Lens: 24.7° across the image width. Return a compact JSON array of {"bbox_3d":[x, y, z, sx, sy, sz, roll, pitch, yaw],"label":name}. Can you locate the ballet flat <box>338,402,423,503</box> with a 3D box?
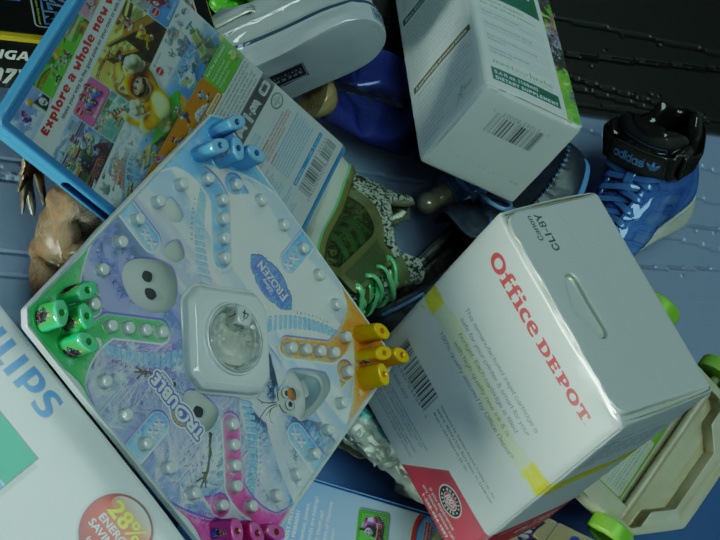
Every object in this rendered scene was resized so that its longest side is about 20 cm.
[{"bbox_3d":[0.026,0.115,1.114,0.200,0.072,0.072,37,67,-3],"label":"ballet flat"}]

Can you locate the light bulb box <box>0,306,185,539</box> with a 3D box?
[{"bbox_3d":[-0.229,0.125,0.932,0.125,0.200,0.198,-40,95,-25],"label":"light bulb box"}]

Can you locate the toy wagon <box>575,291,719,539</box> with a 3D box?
[{"bbox_3d":[0.171,0.087,1.128,0.200,0.040,0.155,44,70,-15],"label":"toy wagon"}]

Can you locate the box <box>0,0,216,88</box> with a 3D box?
[{"bbox_3d":[-0.187,-0.196,1.054,0.159,0.049,0.200,2,49,-25],"label":"box"}]

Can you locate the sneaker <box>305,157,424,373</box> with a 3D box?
[{"bbox_3d":[0.000,0.000,1.085,0.088,0.077,0.200,11,47,-4],"label":"sneaker"}]

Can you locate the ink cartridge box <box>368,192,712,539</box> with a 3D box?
[{"bbox_3d":[0.100,0.068,1.010,0.083,0.200,0.145,-15,68,-36],"label":"ink cartridge box"}]

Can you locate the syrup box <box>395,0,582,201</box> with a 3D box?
[{"bbox_3d":[0.085,-0.151,1.142,0.079,0.081,0.200,22,40,-25],"label":"syrup box"}]

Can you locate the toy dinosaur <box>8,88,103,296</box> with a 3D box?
[{"bbox_3d":[-0.184,-0.018,1.045,0.086,0.135,0.200,1,108,-51],"label":"toy dinosaur"}]

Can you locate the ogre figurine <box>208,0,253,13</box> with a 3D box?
[{"bbox_3d":[-0.074,-0.280,1.147,0.120,0.098,0.200,-17,76,-16],"label":"ogre figurine"}]

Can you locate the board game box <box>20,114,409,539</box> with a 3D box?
[{"bbox_3d":[-0.072,0.039,0.940,0.200,0.026,0.200,55,46,-19],"label":"board game box"}]

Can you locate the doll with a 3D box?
[{"bbox_3d":[0.052,-0.106,1.188,0.200,0.048,0.137,15,66,-26],"label":"doll"}]

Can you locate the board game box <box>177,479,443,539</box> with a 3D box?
[{"bbox_3d":[-0.031,0.216,1.076,0.200,0.037,0.151,21,71,-27],"label":"board game box"}]

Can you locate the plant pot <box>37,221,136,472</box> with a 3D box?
[{"bbox_3d":[-0.114,0.040,1.027,0.200,0.027,0.200,-27,129,-39],"label":"plant pot"}]

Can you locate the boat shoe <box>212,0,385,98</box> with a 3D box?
[{"bbox_3d":[-0.083,-0.145,1.114,0.200,0.074,0.065,-19,58,-4],"label":"boat shoe"}]

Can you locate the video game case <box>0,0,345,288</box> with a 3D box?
[{"bbox_3d":[-0.108,-0.079,0.976,0.200,0.018,0.143,41,60,-27],"label":"video game case"}]

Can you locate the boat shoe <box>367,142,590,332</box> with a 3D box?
[{"bbox_3d":[0.083,-0.020,1.144,0.069,0.084,0.200,44,76,-22],"label":"boat shoe"}]

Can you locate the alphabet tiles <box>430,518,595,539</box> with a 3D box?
[{"bbox_3d":[0.094,0.235,1.045,0.166,0.006,0.200,24,48,23],"label":"alphabet tiles"}]

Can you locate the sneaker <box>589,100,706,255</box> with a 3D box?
[{"bbox_3d":[0.183,-0.052,1.178,0.077,0.111,0.200,30,46,30],"label":"sneaker"}]
